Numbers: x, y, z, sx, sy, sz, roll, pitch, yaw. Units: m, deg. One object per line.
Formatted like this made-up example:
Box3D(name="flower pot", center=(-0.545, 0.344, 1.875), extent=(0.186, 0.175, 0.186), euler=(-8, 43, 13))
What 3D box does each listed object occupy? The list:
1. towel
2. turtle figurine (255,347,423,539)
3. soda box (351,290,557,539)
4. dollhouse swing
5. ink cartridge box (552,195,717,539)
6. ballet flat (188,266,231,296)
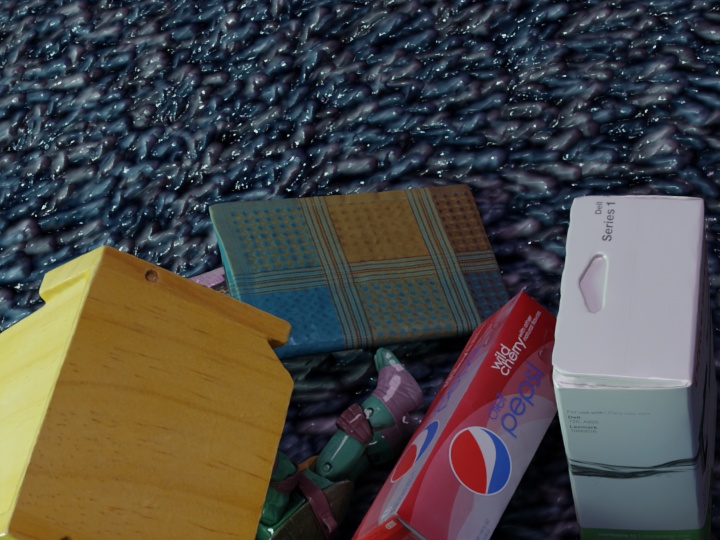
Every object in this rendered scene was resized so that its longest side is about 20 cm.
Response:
Box3D(name="towel", center=(0.000, 0.000, 1.428), extent=(0.199, 0.022, 0.147), euler=(-5, 48, -13))
Box3D(name="turtle figurine", center=(-0.048, 0.139, 1.306), extent=(0.200, 0.150, 0.101), euler=(-35, 84, -19))
Box3D(name="soda box", center=(0.073, 0.111, 1.290), extent=(0.063, 0.070, 0.200), euler=(37, 54, -7))
Box3D(name="dollhouse swing", center=(-0.167, 0.122, 1.225), extent=(0.181, 0.176, 0.201), euler=(23, 54, -14))
Box3D(name="ink cartridge box", center=(0.174, 0.070, 1.235), extent=(0.084, 0.200, 0.147), euler=(1, 52, 13))
Box3D(name="ballet flat", center=(-0.145, 0.048, 1.431), extent=(0.199, 0.069, 0.071), euler=(-17, 30, -2))
